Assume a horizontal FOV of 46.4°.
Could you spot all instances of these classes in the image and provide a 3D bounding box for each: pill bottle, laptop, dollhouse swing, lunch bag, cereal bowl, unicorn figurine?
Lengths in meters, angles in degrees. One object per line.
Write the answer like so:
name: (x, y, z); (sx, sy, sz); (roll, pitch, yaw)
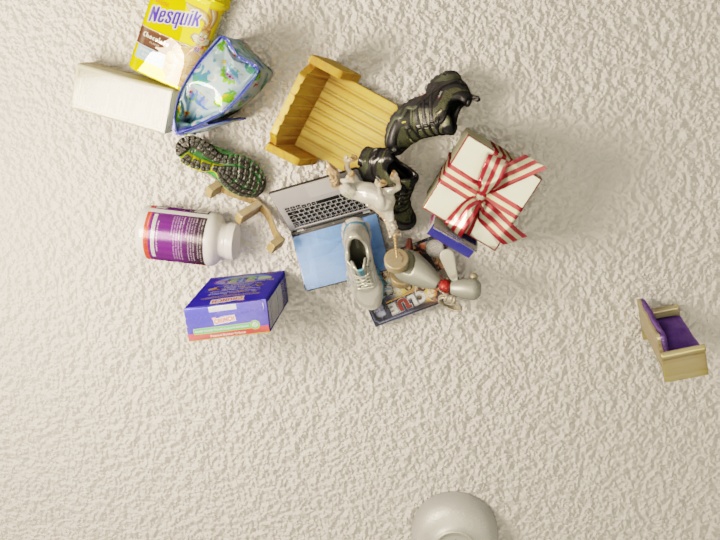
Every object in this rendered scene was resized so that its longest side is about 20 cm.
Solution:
pill bottle: (-0.353, -0.070, 1.728); (0.200, 0.112, 0.113); (7, 106, 5)
laptop: (-0.060, -0.080, 1.688); (0.187, 0.116, 0.200); (-15, 141, 10)
dollhouse swing: (-0.043, -0.278, 1.617); (0.176, 0.182, 0.200); (33, 106, 9)
lunch bag: (-0.273, -0.338, 1.609); (0.127, 0.170, 0.200); (44, 100, -6)
cereal bowl: (0.209, 0.600, 1.871); (0.200, 0.083, 0.200); (2, 105, 7)
unicorn figurine: (0.024, -0.141, 1.599); (0.200, 0.137, 0.074); (38, 62, 17)

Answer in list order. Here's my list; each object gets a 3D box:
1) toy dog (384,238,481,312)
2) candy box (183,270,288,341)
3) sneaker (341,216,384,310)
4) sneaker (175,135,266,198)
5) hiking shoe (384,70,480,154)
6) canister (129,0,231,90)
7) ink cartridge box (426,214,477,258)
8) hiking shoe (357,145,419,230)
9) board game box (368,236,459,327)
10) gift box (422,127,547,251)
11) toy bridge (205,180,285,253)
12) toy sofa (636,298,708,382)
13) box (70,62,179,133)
toy dog: (0.144, -0.006, 1.668); (0.200, 0.132, 0.096); (23, 68, -5)
candy box: (-0.248, 0.069, 1.710); (0.169, 0.200, 0.077); (-6, 105, 8)
sneaker: (0.000, 0.000, 1.670); (0.075, 0.087, 0.200); (-13, 115, 7)
sneaker: (-0.280, -0.216, 1.704); (0.200, 0.085, 0.078); (30, 93, -18)
hiking shoe: (0.131, -0.287, 1.607); (0.200, 0.076, 0.101); (-45, 54, 15)
canister: (-0.352, -0.464, 1.632); (0.148, 0.087, 0.200); (24, 108, -1)
ink cartridge box: (0.179, -0.074, 1.624); (0.095, 0.200, 0.037); (30, 106, -2)
hiking shoe: (0.072, -0.155, 1.642); (0.101, 0.076, 0.200); (2, 136, 41)
board game box: (0.098, 0.021, 1.745); (0.200, 0.035, 0.136); (-22, 102, 12)
gift box: (0.244, -0.157, 1.600); (0.200, 0.187, 0.185); (26, 107, 0)
toy bridge: (-0.229, -0.121, 1.722); (0.200, 0.067, 0.027); (42, 140, 12)
toy sofa: (0.604, 0.125, 1.634); (0.083, 0.200, 0.098); (-12, 109, 10)
box: (-0.465, -0.346, 1.680); (0.200, 0.078, 0.095); (17, 107, 1)
